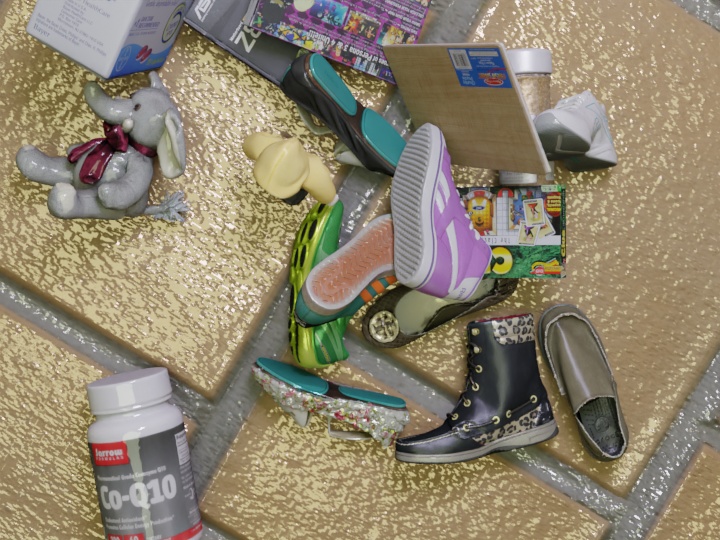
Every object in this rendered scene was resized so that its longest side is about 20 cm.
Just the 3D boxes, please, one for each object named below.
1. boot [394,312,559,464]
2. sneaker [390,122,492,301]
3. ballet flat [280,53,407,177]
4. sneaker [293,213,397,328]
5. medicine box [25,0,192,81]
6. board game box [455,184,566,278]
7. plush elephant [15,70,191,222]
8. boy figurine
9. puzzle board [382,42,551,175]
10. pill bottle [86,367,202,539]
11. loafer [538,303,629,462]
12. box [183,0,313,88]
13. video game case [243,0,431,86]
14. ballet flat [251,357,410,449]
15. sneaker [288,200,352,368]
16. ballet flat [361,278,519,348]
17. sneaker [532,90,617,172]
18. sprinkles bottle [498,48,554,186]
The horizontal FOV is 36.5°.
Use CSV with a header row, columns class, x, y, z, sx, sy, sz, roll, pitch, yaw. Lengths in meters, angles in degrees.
class,x,y,z,sx,sy,sz,roll,pitch,yaw
boot,0.127,0.139,1.280,0.201,0.073,0.156,-9,92,-12
sneaker,0.096,-0.060,1.228,0.113,0.072,0.203,18,64,-30
ballet flat,-0.016,-0.169,1.260,0.068,0.068,0.200,-27,121,34
sneaker,0.000,0.000,1.227,0.199,0.080,0.072,-30,80,-35
medicine box,-0.244,-0.323,1.173,0.102,0.182,0.202,30,107,0
board game box,0.138,-0.044,1.255,0.197,0.023,0.107,0,96,26
plush elephant,-0.265,-0.143,1.221,0.198,0.165,0.157,9,108,-30
boy figurine,-0.078,-0.108,1.203,0.123,0.200,0.065,33,92,-6
puzzle board,0.115,-0.180,1.191,0.017,0.199,0.152,-37,118,-25
pill bottle,-0.253,0.222,1.261,0.112,0.114,0.203,-10,94,0
loafer,0.271,0.134,1.286,0.074,0.070,0.202,-25,93,1
box,-0.086,-0.326,1.255,0.160,0.049,0.201,33,93,-11
video game case,-0.011,-0.326,1.219,0.198,0.036,0.184,16,99,-26
ballet flat,-0.040,0.161,1.283,0.197,0.076,0.065,17,101,0
sneaker,-0.038,0.013,1.282,0.082,0.074,0.203,4,94,-22
ballet flat,0.095,0.039,1.289,0.197,0.046,0.068,-19,93,0
sneaker,0.233,-0.162,1.220,0.070,0.200,0.082,-6,84,27
sprinkles bottle,0.191,-0.153,1.269,0.067,0.068,0.203,-3,94,-1
